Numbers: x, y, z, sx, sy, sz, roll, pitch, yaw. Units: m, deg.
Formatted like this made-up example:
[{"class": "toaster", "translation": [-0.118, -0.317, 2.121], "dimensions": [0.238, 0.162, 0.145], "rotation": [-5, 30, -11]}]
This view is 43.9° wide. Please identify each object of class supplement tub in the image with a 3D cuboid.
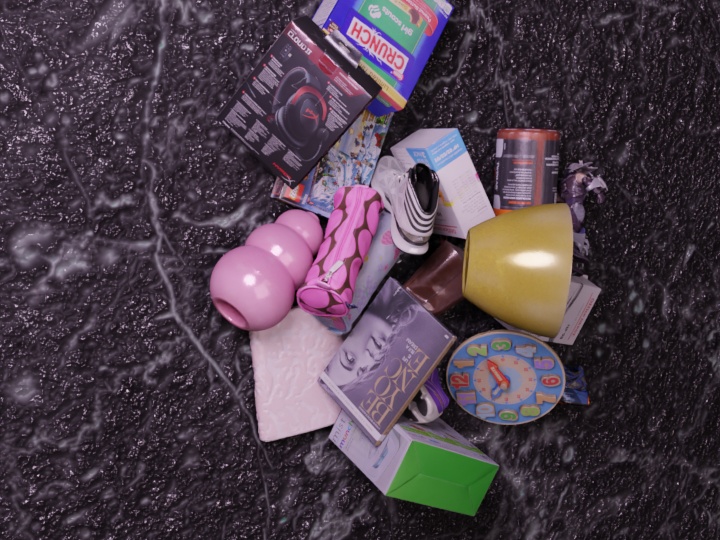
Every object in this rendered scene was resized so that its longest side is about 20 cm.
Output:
[{"class": "supplement tub", "translation": [0.275, -0.136, 1.490], "dimensions": [0.106, 0.107, 0.202], "rotation": [-1, 98, -27]}]

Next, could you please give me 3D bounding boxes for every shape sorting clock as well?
[{"class": "shape sorting clock", "translation": [0.242, 0.183, 1.495], "dimensions": [0.201, 0.199, 0.039], "rotation": [55, 30, -22]}]

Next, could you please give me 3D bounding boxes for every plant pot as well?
[{"class": "plant pot", "translation": [0.227, -0.006, 1.336], "dimensions": [0.140, 0.200, 0.202], "rotation": [5, 96, 3]}]

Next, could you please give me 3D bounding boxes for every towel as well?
[{"class": "towel", "translation": [-0.079, 0.148, 1.389], "dimensions": [0.189, 0.032, 0.202], "rotation": [-10, 102, -27]}]

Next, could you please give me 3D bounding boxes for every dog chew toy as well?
[{"class": "dog chew toy", "translation": [-0.126, -0.009, 1.296], "dimensions": [0.125, 0.124, 0.200], "rotation": [51, 60, -24]}]

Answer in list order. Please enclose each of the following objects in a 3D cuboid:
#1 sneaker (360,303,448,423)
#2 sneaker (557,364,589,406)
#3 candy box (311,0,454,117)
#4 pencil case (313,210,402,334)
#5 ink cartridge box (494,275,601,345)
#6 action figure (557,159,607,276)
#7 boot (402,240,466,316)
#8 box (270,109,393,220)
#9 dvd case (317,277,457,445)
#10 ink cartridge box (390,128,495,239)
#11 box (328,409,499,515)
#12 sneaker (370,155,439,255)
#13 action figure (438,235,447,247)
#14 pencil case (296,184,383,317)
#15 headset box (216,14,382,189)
[{"class": "sneaker", "translation": [0.066, 0.139, 1.378], "dimensions": [0.083, 0.080, 0.201], "rotation": [-17, 75, -48]}, {"class": "sneaker", "translation": [0.324, 0.193, 1.592], "dimensions": [0.198, 0.075, 0.079], "rotation": [14, 75, -31]}, {"class": "candy box", "translation": [0.025, -0.360, 1.323], "dimensions": [0.169, 0.077, 0.201], "rotation": [36, 69, -25]}, {"class": "pencil case", "translation": [0.000, 0.000, 1.361], "dimensions": [0.200, 0.083, 0.091], "rotation": [-52, 148, -26]}, {"class": "ink cartridge box", "translation": [0.334, 0.058, 1.532], "dimensions": [0.199, 0.067, 0.117], "rotation": [10, 110, -42]}, {"class": "action figure", "translation": [0.362, -0.098, 1.511], "dimensions": [0.069, 0.130, 0.202], "rotation": [13, 67, -8]}, {"class": "boot", "translation": [0.132, 0.074, 1.431], "dimensions": [0.200, 0.064, 0.187], "rotation": [-40, 106, 2]}, {"class": "box", "translation": [-0.040, -0.181, 1.356], "dimensions": [0.136, 0.040, 0.202], "rotation": [21, 87, -29]}, {"class": "dvd case", "translation": [0.035, 0.132, 1.319], "dimensions": [0.016, 0.149, 0.201], "rotation": [19, 110, -53]}, {"class": "ink cartridge box", "translation": [0.138, -0.120, 1.416], "dimensions": [0.068, 0.115, 0.201], "rotation": [-34, 111, -19]}, {"class": "box", "translation": [0.082, 0.279, 1.390], "dimensions": [0.199, 0.176, 0.097], "rotation": [23, 95, -38]}, {"class": "sneaker", "translation": [0.076, -0.130, 1.328], "dimensions": [0.075, 0.202, 0.116], "rotation": [3, 134, -22]}, {"class": "action figure", "translation": [0.197, -0.009, 1.489], "dimensions": [0.198, 0.065, 0.100], "rotation": [-9, 115, -27]}, {"class": "pencil case", "translation": [-0.024, -0.033, 1.274], "dimensions": [0.094, 0.090, 0.201], "rotation": [80, 23, -55]}, {"class": "headset box", "translation": [-0.078, -0.238, 1.229], "dimensions": [0.148, 0.075, 0.200], "rotation": [42, 115, -4]}]
